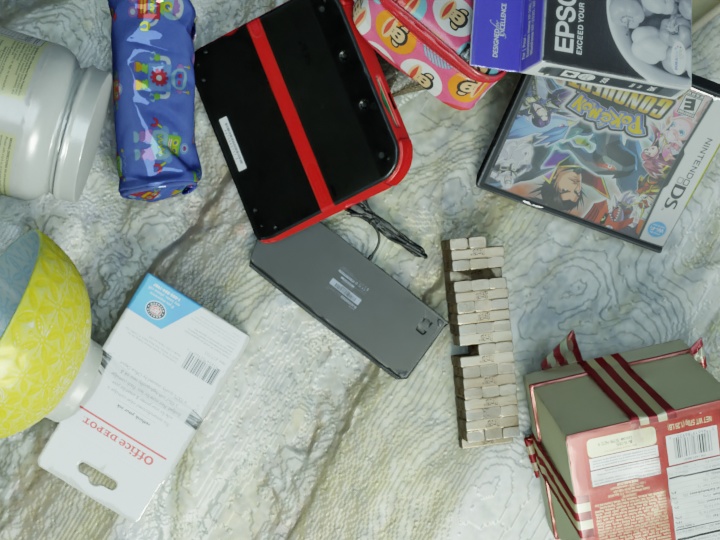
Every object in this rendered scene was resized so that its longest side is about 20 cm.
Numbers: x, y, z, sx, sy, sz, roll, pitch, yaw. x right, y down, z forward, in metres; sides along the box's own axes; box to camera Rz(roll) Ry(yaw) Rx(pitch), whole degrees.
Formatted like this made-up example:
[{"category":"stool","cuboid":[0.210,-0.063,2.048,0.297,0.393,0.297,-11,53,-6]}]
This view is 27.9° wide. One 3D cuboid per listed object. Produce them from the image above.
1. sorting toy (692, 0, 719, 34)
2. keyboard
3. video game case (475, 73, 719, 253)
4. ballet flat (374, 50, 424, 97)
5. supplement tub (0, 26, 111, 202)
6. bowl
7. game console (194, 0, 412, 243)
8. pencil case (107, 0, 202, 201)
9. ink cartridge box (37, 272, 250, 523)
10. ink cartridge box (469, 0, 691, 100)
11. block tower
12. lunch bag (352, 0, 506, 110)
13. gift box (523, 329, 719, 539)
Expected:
[{"category":"sorting toy","cuboid":[0.256,-0.305,1.392,0.185,0.036,0.201,-37,91,-35]},{"category":"keyboard","cuboid":[0.000,0.000,1.401,0.199,0.021,0.128,38,90,-5]},{"category":"video game case","cuboid":[0.233,-0.123,1.374,0.198,0.026,0.182,19,126,-5]},{"category":"ballet flat","cuboid":[0.045,-0.196,1.404,0.198,0.046,0.068,-21,81,-12]},{"category":"supplement tub","cuboid":[-0.336,-0.147,1.305,0.198,0.145,0.147,16,86,-6]},{"category":"bowl","cuboid":[-0.296,0.075,1.291,0.107,0.200,0.201,32,85,-24]},{"category":"game console","cuboid":[-0.056,-0.149,1.359,0.176,0.031,0.202,-24,84,23]},{"category":"pencil case","cuboid":[-0.190,-0.166,1.356,0.086,0.078,0.203,-2,88,-20]},{"category":"ink cartridge box","cuboid":[-0.201,0.118,1.349,0.115,0.068,0.201,32,85,-3]},{"category":"ink cartridge box","cuboid":[0.202,-0.264,1.302,0.198,0.043,0.200,7,73,-10]},{"category":"block tower","cuboid":[0.116,0.069,1.393,0.053,0.058,0.203,-5,90,-6]},{"category":"lunch bag","cuboid":[0.085,-0.265,1.355,0.176,0.082,0.201,38,54,-3]},{"category":"gift box","cuboid":[0.257,0.160,1.338,0.182,0.187,0.202,-8,104,-5]}]
